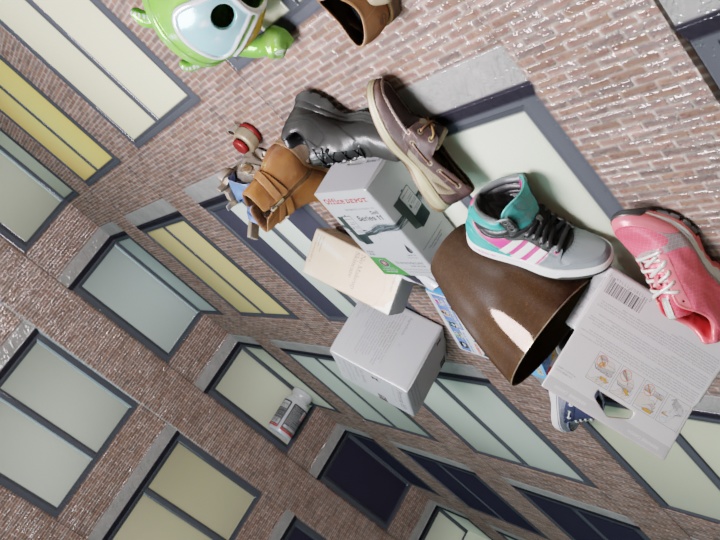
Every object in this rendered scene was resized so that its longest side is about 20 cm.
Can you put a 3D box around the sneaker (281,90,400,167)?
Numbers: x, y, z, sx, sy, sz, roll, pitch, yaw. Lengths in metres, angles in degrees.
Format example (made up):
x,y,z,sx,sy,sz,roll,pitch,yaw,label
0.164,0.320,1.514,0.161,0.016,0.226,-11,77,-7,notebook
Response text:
x,y,z,sx,sy,sz,roll,pitch,yaw,label
-0.027,-0.181,0.995,0.197,0.092,0.076,23,164,29,sneaker

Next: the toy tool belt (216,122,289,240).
x,y,z,sx,sy,sz,roll,pitch,yaw,label
-0.199,-0.153,1.278,0.123,0.124,0.201,21,156,30,toy tool belt

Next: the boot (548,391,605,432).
x,y,z,sx,sy,sz,roll,pitch,yaw,label
0.411,0.263,1.322,0.090,0.073,0.201,26,158,37,boot

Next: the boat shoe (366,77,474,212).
x,y,z,sx,sy,sz,roll,pitch,yaw,label
0.082,-0.170,0.911,0.071,0.073,0.201,-22,114,30,boat shoe

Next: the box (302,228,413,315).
x,y,z,sx,sy,sz,roll,pitch,yaw,label
0.000,0.000,1.321,0.197,0.097,0.077,24,-168,23,box

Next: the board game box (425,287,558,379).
x,y,z,sx,sy,sz,roll,pitch,yaw,label
0.236,0.093,1.244,0.194,0.056,0.201,17,153,39,board game box

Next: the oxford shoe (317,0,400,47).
x,y,z,sx,sy,sz,roll,pitch,yaw,label
-0.033,-0.323,0.727,0.071,0.072,0.200,8,145,53,oxford shoe

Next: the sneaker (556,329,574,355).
x,y,z,sx,sy,sz,roll,pitch,yaw,label
0.354,0.086,1.027,0.077,0.079,0.199,38,149,-13,sneaker

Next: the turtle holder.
x,y,z,sx,sy,sz,roll,pitch,yaw,label
-0.174,-0.316,0.863,0.130,0.142,0.187,-7,128,36,turtle holder

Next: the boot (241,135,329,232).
x,y,z,sx,sy,sz,roll,pitch,yaw,label
-0.105,-0.120,1.158,0.076,0.157,0.201,20,155,32,boot

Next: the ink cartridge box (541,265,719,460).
x,y,z,sx,sy,sz,roll,pitch,yaw,label
0.356,0.119,0.922,0.198,0.178,0.045,31,-174,-4,ink cartridge box

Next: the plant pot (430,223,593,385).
x,y,z,sx,sy,sz,roll,pitch,yaw,label
0.202,0.028,1.017,0.199,0.187,0.188,40,164,25,plant pot

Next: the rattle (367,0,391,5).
x,y,z,sx,sy,sz,roll,pitch,yaw,label
0.042,-0.337,0.586,0.141,0.130,0.203,7,121,31,rattle

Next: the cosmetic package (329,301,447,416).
x,y,z,sx,sy,sz,roll,pitch,yaw,label
0.066,0.181,1.543,0.197,0.166,0.166,25,159,23,cosmetic package

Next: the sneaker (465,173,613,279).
x,y,z,sx,sy,sz,roll,pitch,yaw,label
0.222,-0.063,0.897,0.197,0.085,0.121,13,152,25,sneaker

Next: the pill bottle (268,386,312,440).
x,y,z,sx,sy,sz,roll,pitch,yaw,label
-0.294,0.605,2.985,0.115,0.202,0.116,29,159,12,pill bottle

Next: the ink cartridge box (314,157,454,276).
x,y,z,sx,sy,sz,roll,pitch,yaw,label
0.042,-0.086,1.109,0.200,0.084,0.145,47,156,-28,ink cartridge box

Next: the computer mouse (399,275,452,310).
x,y,z,sx,sy,sz,roll,pitch,yaw,label
0.125,-0.002,1.170,0.199,0.109,0.044,24,143,48,computer mouse

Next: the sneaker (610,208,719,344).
x,y,z,sx,sy,sz,roll,pitch,yaw,label
0.365,0.008,0.813,0.199,0.087,0.074,38,158,-8,sneaker
